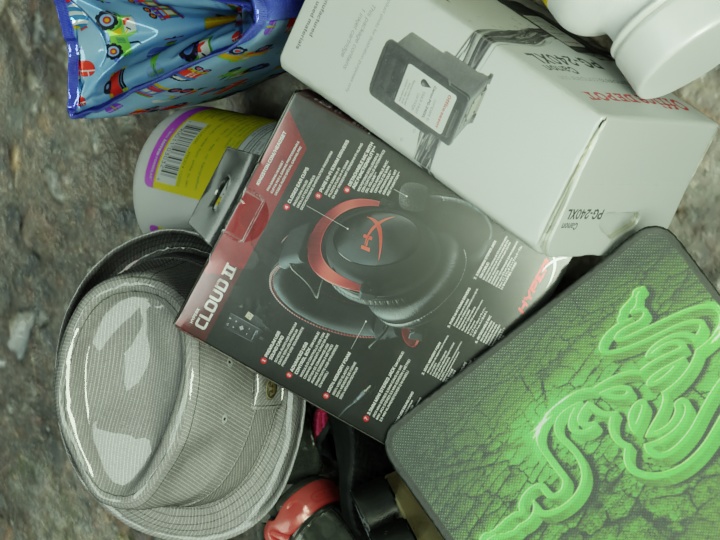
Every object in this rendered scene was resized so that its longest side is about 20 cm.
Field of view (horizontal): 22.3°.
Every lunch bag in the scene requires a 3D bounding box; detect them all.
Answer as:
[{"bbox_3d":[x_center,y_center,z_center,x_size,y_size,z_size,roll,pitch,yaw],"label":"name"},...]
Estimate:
[{"bbox_3d":[-0.068,-0.154,1.122,0.199,0.150,0.095,-2,100,42],"label":"lunch bag"}]

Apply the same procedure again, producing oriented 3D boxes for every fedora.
[{"bbox_3d":[-0.127,0.077,1.117,0.175,0.090,0.202,16,99,19],"label":"fedora"}]

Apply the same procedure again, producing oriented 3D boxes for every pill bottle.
[{"bbox_3d":[-0.045,-0.041,1.163,0.199,0.104,0.105,15,111,38],"label":"pill bottle"},{"bbox_3d":[0.128,-0.195,0.964,0.111,0.111,0.201,-41,73,40],"label":"pill bottle"}]

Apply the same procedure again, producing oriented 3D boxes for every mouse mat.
[{"bbox_3d":[0.128,0.096,0.962,0.200,0.008,0.161,-39,80,13],"label":"mouse mat"}]

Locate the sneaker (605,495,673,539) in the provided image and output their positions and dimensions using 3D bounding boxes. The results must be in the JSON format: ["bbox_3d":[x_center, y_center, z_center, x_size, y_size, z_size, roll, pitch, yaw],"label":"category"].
[{"bbox_3d":[0.131,0.087,1.044,0.077,0.072,0.201,-59,43,30],"label":"sneaker"}]

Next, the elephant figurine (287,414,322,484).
[{"bbox_3d":[-0.092,0.107,1.247,0.140,0.156,0.202,3,120,1],"label":"elephant figurine"}]

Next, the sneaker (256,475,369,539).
[{"bbox_3d":[-0.036,0.244,1.252,0.098,0.071,0.202,35,121,32],"label":"sneaker"}]

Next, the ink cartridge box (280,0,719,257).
[{"bbox_3d":[0.079,-0.096,1.007,0.200,0.145,0.084,38,113,28],"label":"ink cartridge box"}]

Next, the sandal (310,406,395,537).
[{"bbox_3d":[-0.002,0.086,1.151,0.045,0.075,0.201,26,142,36],"label":"sandal"}]

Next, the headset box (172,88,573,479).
[{"bbox_3d":[0.000,0.000,1.025,0.199,0.075,0.150,28,98,0],"label":"headset box"}]

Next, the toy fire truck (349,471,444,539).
[{"bbox_3d":[0.096,0.215,1.095,0.176,0.128,0.201,-126,15,-71],"label":"toy fire truck"}]
